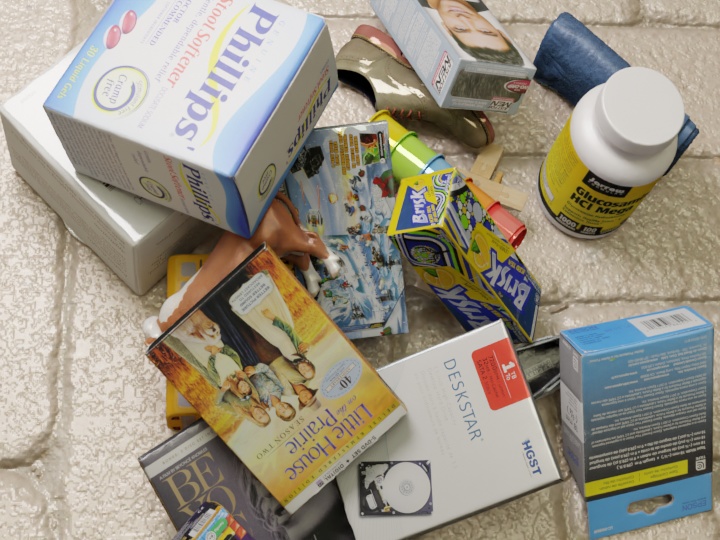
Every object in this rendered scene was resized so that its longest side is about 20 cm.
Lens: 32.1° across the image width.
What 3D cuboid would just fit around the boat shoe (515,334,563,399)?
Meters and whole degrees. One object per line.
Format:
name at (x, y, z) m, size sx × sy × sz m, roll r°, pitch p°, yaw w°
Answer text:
boat shoe at (0.133, 0.120, 1.241) m, size 0.197 × 0.068 × 0.073 m, roll -23°, pitch 73°, yaw -16°

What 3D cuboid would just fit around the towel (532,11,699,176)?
towel at (0.273, -0.189, 1.359) m, size 0.200 × 0.112 × 0.049 m, roll 43°, pitch 78°, yaw 9°

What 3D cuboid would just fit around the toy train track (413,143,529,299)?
toy train track at (0.104, -0.050, 1.315) m, size 0.113 × 0.033 × 0.202 m, roll 21°, pitch 60°, yaw 13°

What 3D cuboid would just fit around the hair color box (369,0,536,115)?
hair color box at (0.095, -0.250, 1.327) m, size 0.098 × 0.061 × 0.201 m, roll 1°, pitch 41°, yaw -30°

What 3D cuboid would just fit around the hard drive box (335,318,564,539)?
hard drive box at (0.072, 0.157, 1.174) m, size 0.197 × 0.077 × 0.158 m, roll -23°, pitch 76°, yaw 7°

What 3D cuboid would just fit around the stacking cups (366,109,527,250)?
stacking cups at (0.081, -0.083, 1.285) m, size 0.060 × 0.061 × 0.200 m, roll -41°, pitch 69°, yaw -20°

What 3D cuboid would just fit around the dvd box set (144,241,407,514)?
dvd box set at (-0.074, 0.098, 1.115) m, size 0.146 × 0.029 × 0.201 m, roll -40°, pitch 102°, yaw 3°

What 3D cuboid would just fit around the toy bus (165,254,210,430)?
toy bus at (-0.149, 0.089, 1.212) m, size 0.077 × 0.065 × 0.203 m, roll 0°, pitch 69°, yaw -8°

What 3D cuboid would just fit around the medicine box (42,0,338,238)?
medicine box at (-0.147, -0.157, 1.122) m, size 0.197 × 0.103 × 0.184 m, roll 20°, pitch 65°, yaw 18°

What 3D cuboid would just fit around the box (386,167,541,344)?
box at (0.105, -0.007, 1.210) m, size 0.063 × 0.200 × 0.071 m, roll -8°, pitch 51°, yaw 33°

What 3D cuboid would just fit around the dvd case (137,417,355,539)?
dvd case at (-0.095, 0.220, 1.152) m, size 0.147 × 0.016 × 0.202 m, roll -31°, pitch 101°, yaw -18°

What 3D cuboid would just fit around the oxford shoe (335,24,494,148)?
oxford shoe at (0.054, -0.182, 1.351) m, size 0.199 × 0.071 × 0.075 m, roll 36°, pitch 71°, yaw 18°

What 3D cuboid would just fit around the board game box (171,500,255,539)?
board game box at (-0.137, 0.334, 1.090) m, size 0.166 × 0.057 × 0.200 m, roll 48°, pitch 69°, yaw -16°

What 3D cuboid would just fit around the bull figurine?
bull figurine at (-0.111, 0.025, 1.145) m, size 0.121 × 0.065 × 0.201 m, roll 34°, pitch 97°, yaw -9°

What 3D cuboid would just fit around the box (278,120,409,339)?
box at (-0.030, -0.034, 1.190) m, size 0.134 × 0.040 × 0.204 m, roll -6°, pitch 98°, yaw -1°

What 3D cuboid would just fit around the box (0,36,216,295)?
box at (-0.217, -0.125, 1.249) m, size 0.199 × 0.131 × 0.200 m, roll 43°, pitch 68°, yaw 9°

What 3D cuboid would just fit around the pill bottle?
pill bottle at (0.257, -0.120, 1.282) m, size 0.110 × 0.200 × 0.114 m, roll 3°, pitch 68°, yaw -7°

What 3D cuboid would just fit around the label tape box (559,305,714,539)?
label tape box at (0.274, 0.150, 1.240) m, size 0.142 × 0.063 × 0.203 m, roll -10°, pitch 111°, yaw -13°

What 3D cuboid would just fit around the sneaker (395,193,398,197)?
sneaker at (0.000, 0.000, 1.259) m, size 0.199 × 0.074 × 0.088 m, roll -40°, pitch 93°, yaw -5°
